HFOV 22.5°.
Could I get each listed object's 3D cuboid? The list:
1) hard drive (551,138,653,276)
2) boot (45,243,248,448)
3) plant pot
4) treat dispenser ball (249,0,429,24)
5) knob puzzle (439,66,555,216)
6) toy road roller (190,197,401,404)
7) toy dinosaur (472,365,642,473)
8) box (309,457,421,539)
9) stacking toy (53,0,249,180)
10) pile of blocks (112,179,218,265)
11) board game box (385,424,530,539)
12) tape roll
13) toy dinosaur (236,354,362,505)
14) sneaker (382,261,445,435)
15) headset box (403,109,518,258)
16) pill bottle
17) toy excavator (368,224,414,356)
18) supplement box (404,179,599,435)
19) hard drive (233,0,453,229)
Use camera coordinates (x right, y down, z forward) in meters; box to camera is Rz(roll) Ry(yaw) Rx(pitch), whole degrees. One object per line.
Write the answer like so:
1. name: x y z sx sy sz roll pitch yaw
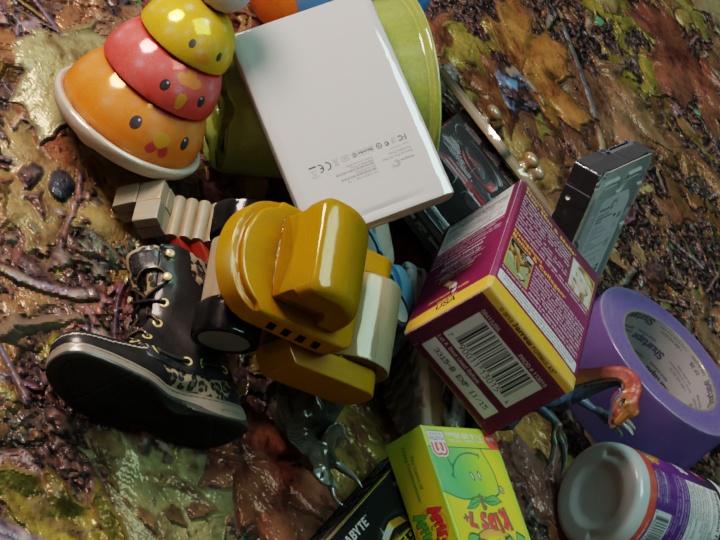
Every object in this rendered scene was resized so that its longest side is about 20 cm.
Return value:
1. hard drive: 0.234 -0.035 1.908 0.038 0.200 0.140 31 27 22
2. boot: -0.174 0.050 1.461 0.200 0.073 0.151 25 46 -41
3. plant pot: -0.049 -0.156 1.672 0.190 0.200 0.200 -6 63 -18
4. treat dispenser ball: -0.021 -0.312 1.825 0.201 0.201 0.201 30 42 -31
5. knob puzzle: 0.154 -0.144 1.960 0.220 0.030 0.220 52 6 -7
6. toy road roller: -0.030 0.016 1.455 0.200 0.146 0.123 25 62 -33
7. toy dinosaur: 0.173 0.119 1.715 0.200 0.181 0.105 46 36 -11
8. box: 0.038 0.263 1.557 0.160 0.049 0.200 55 35 -3
9. stacking toy: -0.158 -0.191 1.548 0.146 0.200 0.146 30 24 -15
10. pile of blocks: -0.122 -0.013 1.563 0.200 0.082 0.062 17 48 -9
11. board game box: 0.099 0.236 1.569 0.101 0.048 0.200 9 54 -47
12. tape roll: 0.299 0.120 1.916 0.200 0.085 0.200 33 30 -21
13. toy dinosaur: -0.041 0.096 1.568 0.102 0.077 0.200 35 54 -31
14. sneaker: 0.071 0.077 1.710 0.082 0.075 0.200 17 47 -18
15. headset box: 0.103 -0.069 1.842 0.149 0.075 0.200 52 20 -5
16. pill bottle: 0.302 0.250 1.822 0.200 0.111 0.112 24 45 -37
17. toy excavator: 0.000 0.000 1.707 0.200 0.100 0.195 8 54 -63
18. supplement box: 0.133 0.031 1.657 0.131 0.103 0.200 50 30 -15
19. hard drive: -0.018 -0.132 1.571 0.132 0.026 0.200 -20 77 -10
